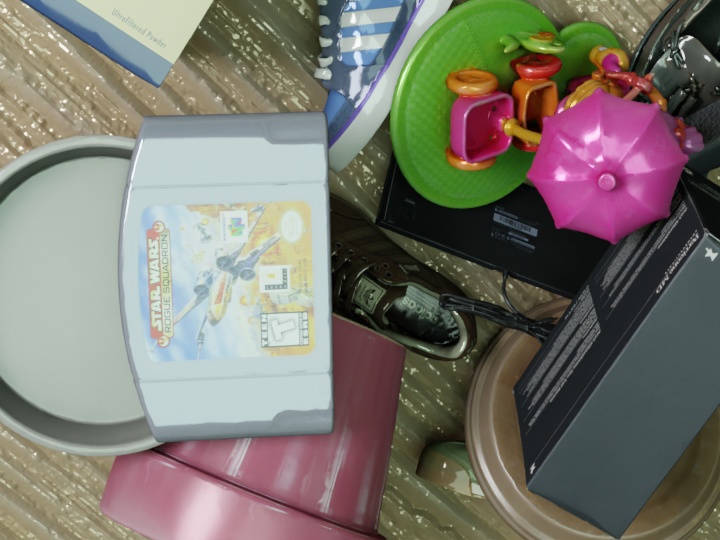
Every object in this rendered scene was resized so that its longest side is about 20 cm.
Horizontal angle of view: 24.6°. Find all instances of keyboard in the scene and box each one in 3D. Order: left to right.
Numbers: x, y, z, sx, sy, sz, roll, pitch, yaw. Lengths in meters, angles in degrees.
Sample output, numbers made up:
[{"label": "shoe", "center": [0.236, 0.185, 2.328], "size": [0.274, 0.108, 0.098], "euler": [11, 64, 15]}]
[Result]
[{"label": "keyboard", "center": [0.103, -0.008, 1.176], "size": [0.198, 0.021, 0.128], "euler": [20, 59, -12]}]

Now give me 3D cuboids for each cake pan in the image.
[{"label": "cake pan", "center": [-0.163, 0.015, 1.045], "size": [0.197, 0.037, 0.203], "euler": [-1, 98, -8]}]

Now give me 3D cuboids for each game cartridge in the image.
[{"label": "game cartridge", "center": [-0.083, 0.005, 1.019], "size": [0.131, 0.042, 0.203], "euler": [-3, 98, -12]}]

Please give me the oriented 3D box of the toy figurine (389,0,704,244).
[{"label": "toy figurine", "center": [0.149, -0.088, 1.079], "size": [0.198, 0.184, 0.152], "euler": [-15, 119, -28]}]

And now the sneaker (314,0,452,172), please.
[{"label": "sneaker", "center": [-0.020, -0.187, 1.123], "size": [0.145, 0.081, 0.201], "euler": [30, 101, -5]}]

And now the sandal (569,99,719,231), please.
[{"label": "sandal", "center": [0.217, -0.069, 1.134], "size": [0.199, 0.076, 0.043], "euler": [-24, 118, 36]}]

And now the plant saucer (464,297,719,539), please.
[{"label": "plant saucer", "center": [0.173, 0.110, 1.188], "size": [0.197, 0.030, 0.203], "euler": [1, 70, -3]}]

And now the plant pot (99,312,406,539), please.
[{"label": "plant pot", "center": [-0.057, 0.115, 1.137], "size": [0.198, 0.200, 0.181], "euler": [23, 84, -12]}]

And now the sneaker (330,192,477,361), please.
[{"label": "sneaker", "center": [0.000, 0.000, 1.165], "size": [0.198, 0.076, 0.071], "euler": [27, 99, -13]}]

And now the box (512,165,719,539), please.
[{"label": "box", "center": [0.184, 0.048, 1.067], "size": [0.078, 0.141, 0.201], "euler": [30, 110, -8]}]

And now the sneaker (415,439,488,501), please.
[{"label": "sneaker", "center": [0.144, 0.136, 1.228], "size": [0.198, 0.067, 0.091], "euler": [16, 91, -10]}]

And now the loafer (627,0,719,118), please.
[{"label": "loafer", "center": [0.248, -0.166, 1.167], "size": [0.071, 0.063, 0.201], "euler": [28, 98, -13]}]

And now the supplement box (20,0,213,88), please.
[{"label": "supplement box", "center": [-0.130, -0.243, 1.026], "size": [0.133, 0.200, 0.201], "euler": [32, 97, -13]}]

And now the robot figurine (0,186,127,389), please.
[{"label": "robot figurine", "center": [-0.190, -0.003, 1.117], "size": [0.198, 0.117, 0.145], "euler": [-29, 104, 0]}]
